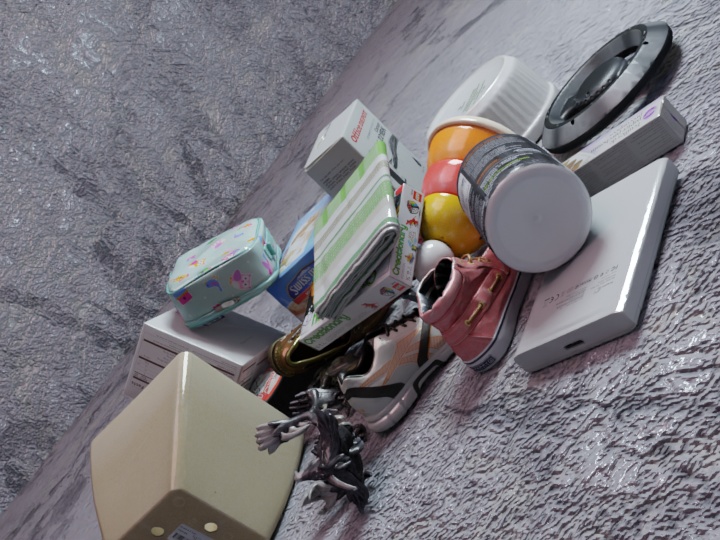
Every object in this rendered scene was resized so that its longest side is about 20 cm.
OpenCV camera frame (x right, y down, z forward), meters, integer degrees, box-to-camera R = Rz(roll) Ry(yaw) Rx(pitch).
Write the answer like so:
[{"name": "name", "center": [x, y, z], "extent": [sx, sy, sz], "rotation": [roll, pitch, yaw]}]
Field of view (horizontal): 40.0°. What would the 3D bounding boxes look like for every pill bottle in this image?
[{"name": "pill bottle", "center": [0.156, -0.078, 0.998], "extent": [0.106, 0.106, 0.200], "rotation": [-46, 16, 10]}]

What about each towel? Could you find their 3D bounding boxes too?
[{"name": "towel", "center": [-0.004, -0.049, 1.144], "extent": [0.149, 0.030, 0.201], "rotation": [-49, 23, 26]}]

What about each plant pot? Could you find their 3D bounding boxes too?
[{"name": "plant pot", "center": [-0.197, 0.259, 1.162], "extent": [0.200, 0.199, 0.178], "rotation": [-42, 27, 22]}]

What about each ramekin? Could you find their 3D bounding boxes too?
[{"name": "ramekin", "center": [0.180, -0.214, 1.401], "extent": [0.202, 0.094, 0.203], "rotation": [-45, 15, 15]}]

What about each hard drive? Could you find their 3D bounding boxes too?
[{"name": "hard drive", "center": [0.218, -0.007, 0.906], "extent": [0.131, 0.026, 0.201], "rotation": [-33, 22, 48]}]

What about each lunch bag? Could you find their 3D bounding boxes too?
[{"name": "lunch bag", "center": [-0.187, 0.000, 1.405], "extent": [0.159, 0.078, 0.200], "rotation": [-26, 18, 5]}]

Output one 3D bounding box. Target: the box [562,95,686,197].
[{"name": "box", "center": [0.250, -0.109, 1.042], "extent": [0.199, 0.041, 0.039], "rotation": [-36, 19, 44]}]

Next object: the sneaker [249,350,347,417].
[{"name": "sneaker", "center": [-0.088, 0.130, 1.362], "extent": [0.203, 0.067, 0.108], "rotation": [-56, 17, -3]}]

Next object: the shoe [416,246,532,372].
[{"name": "shoe", "center": [0.120, 0.007, 1.027], "extent": [0.071, 0.091, 0.201], "rotation": [-36, 19, 39]}]

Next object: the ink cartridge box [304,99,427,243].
[{"name": "ink cartridge box", "center": [0.026, -0.132, 1.433], "extent": [0.084, 0.200, 0.145], "rotation": [-40, 17, 27]}]

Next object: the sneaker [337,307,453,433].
[{"name": "sneaker", "center": [0.055, 0.076, 1.075], "extent": [0.201, 0.080, 0.074], "rotation": [-51, 13, -14]}]

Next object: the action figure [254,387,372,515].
[{"name": "action figure", "center": [-0.042, 0.189, 1.016], "extent": [0.101, 0.120, 0.200], "rotation": [-29, 7, 3]}]

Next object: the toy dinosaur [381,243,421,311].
[{"name": "toy dinosaur", "center": [0.039, -0.030, 1.221], "extent": [0.199, 0.180, 0.106], "rotation": [8, -70, -56]}]

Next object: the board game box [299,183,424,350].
[{"name": "board game box", "center": [0.000, 0.000, 1.155], "extent": [0.200, 0.034, 0.128], "rotation": [-38, 34, 48]}]

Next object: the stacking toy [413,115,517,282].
[{"name": "stacking toy", "center": [0.112, -0.063, 1.144], "extent": [0.146, 0.146, 0.202], "rotation": [-24, 34, 58]}]

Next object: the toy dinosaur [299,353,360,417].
[{"name": "toy dinosaur", "center": [-0.020, 0.134, 1.219], "extent": [0.088, 0.048, 0.199], "rotation": [-50, 16, -30]}]

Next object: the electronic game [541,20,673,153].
[{"name": "electronic game", "center": [0.293, -0.220, 1.186], "extent": [0.200, 0.042, 0.200], "rotation": [-47, 14, 15]}]

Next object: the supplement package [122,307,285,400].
[{"name": "supplement package", "center": [-0.219, 0.133, 1.422], "extent": [0.200, 0.154, 0.112], "rotation": [-33, -37, -75]}]

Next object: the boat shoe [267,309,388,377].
[{"name": "boat shoe", "center": [-0.026, 0.073, 1.280], "extent": [0.199, 0.072, 0.068], "rotation": [-39, 6, -24]}]

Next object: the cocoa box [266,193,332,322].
[{"name": "cocoa box", "center": [-0.031, -0.019, 1.455], "extent": [0.133, 0.131, 0.201], "rotation": [-40, 17, 30]}]
